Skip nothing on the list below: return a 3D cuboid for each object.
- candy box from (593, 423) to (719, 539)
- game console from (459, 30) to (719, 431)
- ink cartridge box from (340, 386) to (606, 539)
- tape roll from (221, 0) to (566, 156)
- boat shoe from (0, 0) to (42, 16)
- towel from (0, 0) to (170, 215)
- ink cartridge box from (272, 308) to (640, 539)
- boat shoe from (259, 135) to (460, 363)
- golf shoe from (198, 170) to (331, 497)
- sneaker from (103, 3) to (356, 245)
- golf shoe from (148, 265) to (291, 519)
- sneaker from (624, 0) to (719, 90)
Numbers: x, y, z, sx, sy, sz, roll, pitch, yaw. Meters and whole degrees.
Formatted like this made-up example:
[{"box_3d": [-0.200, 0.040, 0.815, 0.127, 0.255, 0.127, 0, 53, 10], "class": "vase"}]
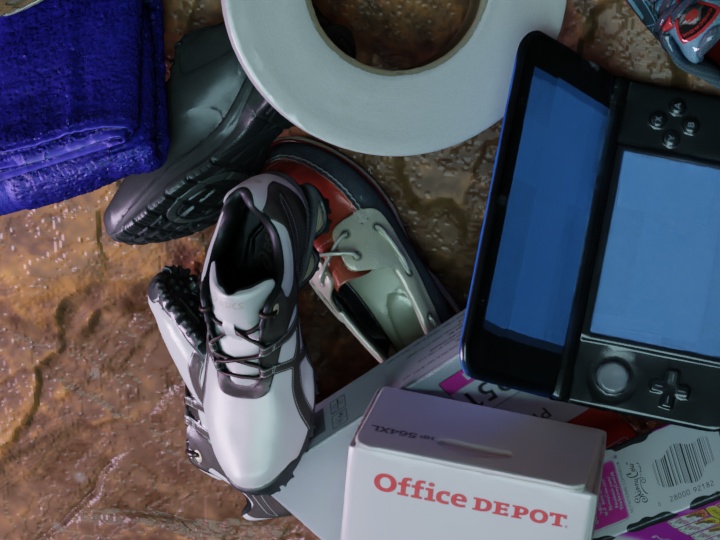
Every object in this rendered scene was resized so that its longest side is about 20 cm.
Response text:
[{"box_3d": [0.175, 0.164, 1.169, 0.200, 0.061, 0.136, -26, 149, 22], "class": "candy box"}, {"box_3d": [0.157, -0.019, 1.039, 0.170, 0.118, 0.201, 11, 86, 5], "class": "game console"}, {"box_3d": [0.063, 0.185, 1.084, 0.146, 0.084, 0.200, 11, 114, 10], "class": "ink cartridge box"}, {"box_3d": [0.019, -0.167, 1.039, 0.202, 0.037, 0.203, -1, 96, -7], "class": "tape roll"}, {"box_3d": [-0.155, -0.210, 1.079, 0.200, 0.072, 0.076, -22, 156, 0], "class": "boat shoe"}, {"box_3d": [-0.217, -0.106, 1.116, 0.200, 0.148, 0.050, -15, 156, 18], "class": "towel"}, {"box_3d": [0.062, 0.123, 1.159, 0.200, 0.044, 0.174, -34, 121, 18], "class": "ink cartridge box"}, {"box_3d": [0.000, 0.000, 1.162, 0.071, 0.063, 0.200, -32, 105, 27], "class": "boat shoe"}, {"box_3d": [-0.071, 0.039, 1.093, 0.078, 0.094, 0.201, 2, 89, 20], "class": "golf shoe"}, {"box_3d": [-0.093, -0.098, 1.121, 0.200, 0.076, 0.091, -45, 67, 12], "class": "sneaker"}, {"box_3d": [-0.095, 0.092, 1.213, 0.094, 0.078, 0.200, -28, 107, 23], "class": "golf shoe"}, {"box_3d": [0.193, -0.160, 1.018, 0.200, 0.096, 0.079, 38, 117, -8], "class": "sneaker"}]
